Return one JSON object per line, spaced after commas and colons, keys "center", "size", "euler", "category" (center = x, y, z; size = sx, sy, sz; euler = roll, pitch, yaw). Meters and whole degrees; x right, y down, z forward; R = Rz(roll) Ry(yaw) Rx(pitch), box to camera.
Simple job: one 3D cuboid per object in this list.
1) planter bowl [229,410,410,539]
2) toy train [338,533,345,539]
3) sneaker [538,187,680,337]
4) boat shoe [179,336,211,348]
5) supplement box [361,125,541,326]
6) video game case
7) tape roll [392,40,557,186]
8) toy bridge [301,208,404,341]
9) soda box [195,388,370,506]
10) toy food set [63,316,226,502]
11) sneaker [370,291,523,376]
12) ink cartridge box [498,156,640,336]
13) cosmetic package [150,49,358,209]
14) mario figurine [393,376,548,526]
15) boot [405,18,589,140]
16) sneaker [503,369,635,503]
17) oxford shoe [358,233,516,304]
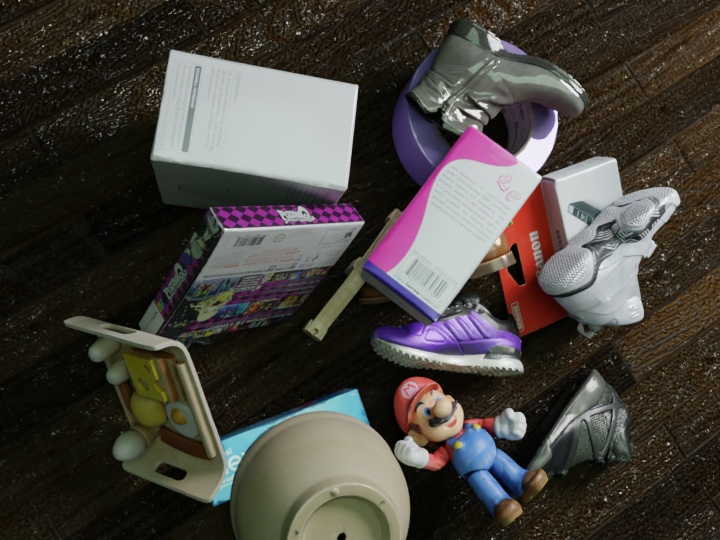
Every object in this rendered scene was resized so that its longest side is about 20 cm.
{"center": [-0.031, 0.263, 0.800], "size": [0.200, 0.135, 0.201], "euler": [-1, 93, -16], "category": "planter bowl"}
{"center": [-0.026, 0.298, 0.903], "size": [0.056, 0.042, 0.200], "euler": [36, 78, -16], "category": "toy train"}
{"center": [0.322, -0.008, 0.932], "size": [0.200, 0.075, 0.115], "euler": [-39, 112, -2], "category": "sneaker"}
{"center": [-0.204, 0.062, 0.889], "size": [0.071, 0.072, 0.200], "euler": [39, 88, -12], "category": "boat shoe"}
{"center": [0.099, -0.047, 0.857], "size": [0.101, 0.103, 0.200], "euler": [38, 84, 3], "category": "supplement box"}
{"center": [-0.114, 0.002, 0.813], "size": [0.200, 0.181, 0.036], "euler": [-8, 55, -48], "category": "video game case"}
{"center": [0.146, -0.192, 0.979], "size": [0.199, 0.085, 0.201], "euler": [1, 83, -11], "category": "tape roll"}
{"center": [0.000, 0.000, 0.932], "size": [0.027, 0.067, 0.200], "euler": [38, 78, -4], "category": "toy bridge"}
{"center": [-0.089, 0.204, 0.889], "size": [0.200, 0.064, 0.068], "euler": [-19, 87, -13], "category": "soda box"}
{"center": [-0.230, 0.145, 0.794], "size": [0.060, 0.143, 0.200], "euler": [-42, 130, -44], "category": "toy food set"}
{"center": [0.109, 0.074, 0.949], "size": [0.200, 0.070, 0.100], "euler": [9, 74, -14], "category": "sneaker"}
{"center": [0.261, -0.024, 0.968], "size": [0.173, 0.044, 0.201], "euler": [-21, 108, -14], "category": "ink cartridge box"}
{"center": [-0.121, -0.139, 0.857], "size": [0.199, 0.199, 0.123], "euler": [9, 81, -10], "category": "cosmetic package"}
{"center": [0.121, 0.198, 0.882], "size": [0.200, 0.123, 0.106], "euler": [41, 115, 16], "category": "mario figurine"}
{"center": [0.163, -0.202, 0.915], "size": [0.200, 0.068, 0.131], "euler": [28, 83, 1], "category": "boot"}
{"center": [0.272, 0.232, 0.952], "size": [0.114, 0.076, 0.199], "euler": [44, 71, 3], "category": "sneaker"}
{"center": [0.086, -0.008, 0.939], "size": [0.199, 0.071, 0.071], "euler": [-20, 93, 0], "category": "oxford shoe"}
